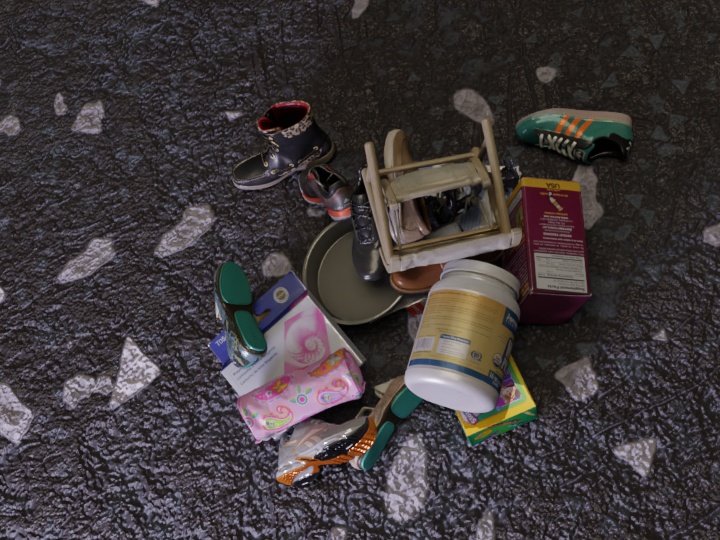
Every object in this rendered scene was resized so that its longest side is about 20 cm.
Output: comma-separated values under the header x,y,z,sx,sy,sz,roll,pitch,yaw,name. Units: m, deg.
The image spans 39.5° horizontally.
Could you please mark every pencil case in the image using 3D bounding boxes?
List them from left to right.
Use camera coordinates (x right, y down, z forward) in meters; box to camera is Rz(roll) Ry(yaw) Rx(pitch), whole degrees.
x,y,z,sx,sy,sz,roll,pitch,yaw,name
-0.092,0.196,1.567,0.199,0.087,0.088,-26,63,7,pencil case

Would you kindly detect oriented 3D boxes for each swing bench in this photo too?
x,y,z,sx,sy,sz,roll,pitch,yaw,name
0.119,-0.101,1.531,0.198,0.130,0.201,-11,75,-5,swing bench

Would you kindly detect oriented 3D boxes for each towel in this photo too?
x,y,z,sx,sy,sz,roll,pitch,yaw,name
0.173,-0.118,1.745,0.199,0.024,0.147,4,70,17,towel

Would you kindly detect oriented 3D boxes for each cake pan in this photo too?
x,y,z,sx,sy,sz,roll,pitch,yaw,name
0.000,0.000,1.678,0.200,0.037,0.201,-8,67,19,cake pan

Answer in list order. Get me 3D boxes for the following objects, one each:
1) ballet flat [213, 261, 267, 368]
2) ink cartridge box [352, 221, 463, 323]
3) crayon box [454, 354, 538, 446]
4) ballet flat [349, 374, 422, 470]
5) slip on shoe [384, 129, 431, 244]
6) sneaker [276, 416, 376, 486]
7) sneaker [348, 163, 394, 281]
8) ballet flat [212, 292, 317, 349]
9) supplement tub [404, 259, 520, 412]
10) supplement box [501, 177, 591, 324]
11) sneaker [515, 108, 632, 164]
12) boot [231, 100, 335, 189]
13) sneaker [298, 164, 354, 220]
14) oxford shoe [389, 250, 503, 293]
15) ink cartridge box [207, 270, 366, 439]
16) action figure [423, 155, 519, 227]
x,y,z,sx,sy,sz,roll,pitch,yaw,name
-0.207,0.076,1.634,0.074,0.074,0.200,-22,50,2,ballet flat
0.096,0.011,1.686,0.199,0.050,0.109,-25,63,12,ink cartridge box
0.187,0.162,1.596,0.118,0.058,0.200,-24,63,2,crayon box
0.037,0.223,1.603,0.067,0.068,0.200,29,74,38,ballet flat
0.080,-0.142,1.644,0.060,0.076,0.201,-12,63,26,slip on shoe
-0.061,0.259,1.572,0.200,0.076,0.092,-32,51,28,sneaker
0.011,-0.081,1.634,0.076,0.091,0.201,-7,68,21,sneaker
-0.157,0.101,1.696,0.200,0.069,0.063,-30,59,-1,ballet flat
0.159,0.099,1.516,0.144,0.145,0.201,12,70,18,supplement tub
0.292,-0.030,1.604,0.103,0.131,0.201,4,66,-10,supplement box
0.365,-0.226,1.721,0.199,0.071,0.080,1,62,12,sneaker
-0.154,-0.224,1.795,0.199,0.151,0.073,-16,64,6,boot
-0.060,-0.158,1.749,0.077,0.082,0.200,-35,32,-12,sneaker
0.138,-0.024,1.600,0.199,0.071,0.071,-23,67,-11,oxford shoe
-0.126,0.137,1.637,0.196,0.043,0.200,-42,83,7,ink cartridge box
0.160,-0.139,1.683,0.199,0.119,0.102,-22,105,2,action figure
